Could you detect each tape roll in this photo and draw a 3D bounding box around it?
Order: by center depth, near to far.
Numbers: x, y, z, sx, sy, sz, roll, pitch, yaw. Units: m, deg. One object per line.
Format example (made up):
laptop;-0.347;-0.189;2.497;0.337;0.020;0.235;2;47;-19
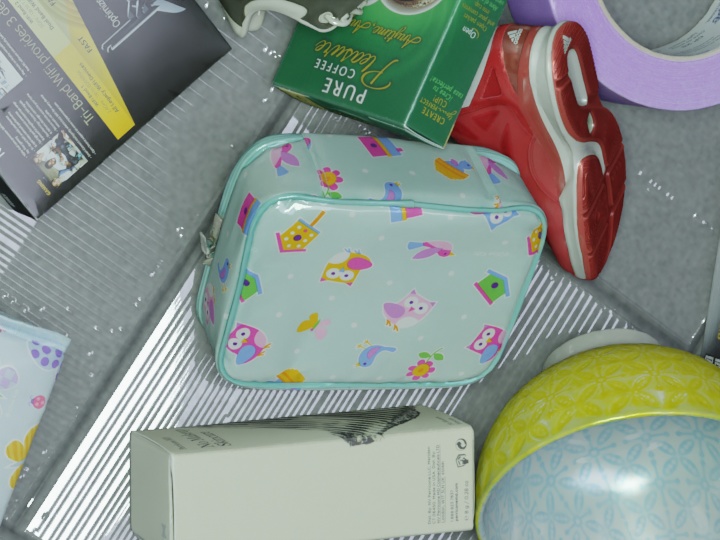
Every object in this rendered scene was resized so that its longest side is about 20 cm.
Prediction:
tape roll;0.190;-0.203;1.822;0.200;0.066;0.201;-3;98;-24

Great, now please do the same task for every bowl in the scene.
bowl;0.162;0.102;1.813;0.200;0.200;0.108;10;51;-24

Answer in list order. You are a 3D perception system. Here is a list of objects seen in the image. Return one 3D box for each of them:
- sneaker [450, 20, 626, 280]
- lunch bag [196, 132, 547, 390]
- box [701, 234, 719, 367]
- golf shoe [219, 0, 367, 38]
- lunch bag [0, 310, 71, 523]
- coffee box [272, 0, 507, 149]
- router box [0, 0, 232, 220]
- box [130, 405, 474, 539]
sneaker;0.095;-0.081;1.804;0.078;0.115;0.200;-59;148;-41
lunch bag;0.000;0.000;1.736;0.200;0.077;0.161;2;128;-21
box;0.332;0.009;1.910;0.200;0.048;0.159;8;94;-19
golf shoe;0.002;-0.187;1.692;0.077;0.200;0.088;-32;117;-58
lunch bag;-0.289;0.079;1.623;0.200;0.127;0.170;23;86;-17
coffee box;0.036;-0.181;1.727;0.044;0.123;0.200;26;84;-47
router box;-0.196;-0.155;1.669;0.157;0.052;0.200;-42;111;-13
box;-0.035;0.128;1.760;0.200;0.082;0.069;-4;99;-24
